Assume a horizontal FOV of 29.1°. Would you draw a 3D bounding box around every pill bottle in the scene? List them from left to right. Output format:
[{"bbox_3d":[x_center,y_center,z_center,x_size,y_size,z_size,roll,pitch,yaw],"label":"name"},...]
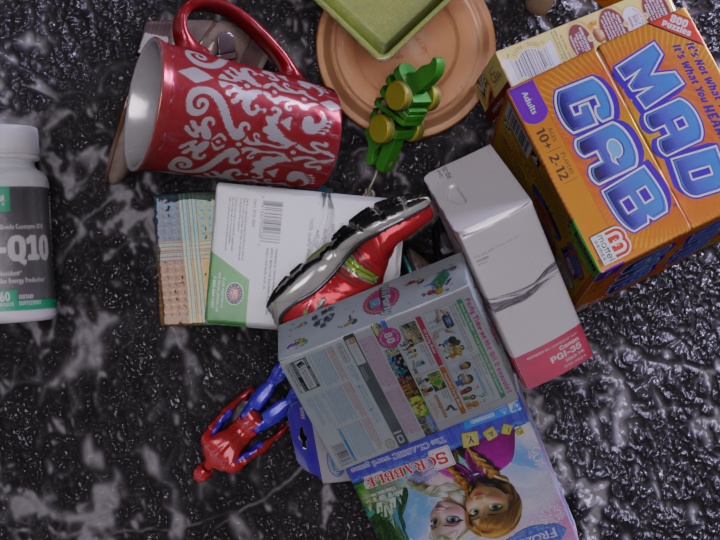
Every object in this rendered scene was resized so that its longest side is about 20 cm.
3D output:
[{"bbox_3d":[-0.379,-0.046,1.447,0.111,0.113,0.203,-4,90,-2],"label":"pill bottle"}]

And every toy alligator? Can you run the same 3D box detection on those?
[{"bbox_3d":[0.029,-0.153,1.473,0.054,0.059,0.201,48,126,30],"label":"toy alligator"}]

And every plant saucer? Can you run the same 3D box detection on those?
[{"bbox_3d":[0.026,-0.338,1.472,0.200,0.048,0.200,-43,75,-10],"label":"plant saucer"},{"bbox_3d":[0.050,-0.244,1.507,0.197,0.032,0.204,0,89,-1],"label":"plant saucer"}]

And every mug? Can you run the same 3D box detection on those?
[{"bbox_3d":[-0.122,-0.170,1.404,0.197,0.134,0.180,9,108,-23],"label":"mug"}]

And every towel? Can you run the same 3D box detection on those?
[{"bbox_3d":[-0.123,-0.015,1.504,0.197,0.022,0.149,-3,89,-1],"label":"towel"}]

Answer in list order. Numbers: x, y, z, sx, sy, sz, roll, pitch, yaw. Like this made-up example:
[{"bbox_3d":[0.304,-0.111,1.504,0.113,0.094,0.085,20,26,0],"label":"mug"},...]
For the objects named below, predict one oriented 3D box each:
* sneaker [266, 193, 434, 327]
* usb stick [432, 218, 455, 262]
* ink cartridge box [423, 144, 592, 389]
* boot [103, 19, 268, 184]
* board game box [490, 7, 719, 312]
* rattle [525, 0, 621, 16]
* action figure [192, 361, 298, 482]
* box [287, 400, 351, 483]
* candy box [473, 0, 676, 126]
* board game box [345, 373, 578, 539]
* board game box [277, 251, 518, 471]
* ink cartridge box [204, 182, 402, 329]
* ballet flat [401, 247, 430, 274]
[{"bbox_3d":[0.000,0.000,1.384,0.199,0.077,0.085,-38,103,9],"label":"sneaker"},{"bbox_3d":[0.176,-0.038,1.509,0.197,0.033,0.056,-6,83,-2],"label":"usb stick"},{"bbox_3d":[0.150,-0.005,1.410,0.082,0.147,0.202,-25,121,1],"label":"ink cartridge box"},{"bbox_3d":[-0.181,-0.171,1.484,0.144,0.070,0.203,16,100,-13],"label":"boot"},{"bbox_3d":[0.267,-0.104,1.406,0.198,0.200,0.202,-25,78,-6],"label":"board game box"},{"bbox_3d":[0.243,-0.305,1.430,0.143,0.200,0.130,44,88,-1],"label":"rattle"},{"bbox_3d":[-0.108,0.154,1.488,0.200,0.052,0.065,-44,86,2],"label":"action figure"},{"bbox_3d":[0.026,0.158,1.455,0.197,0.042,0.121,-6,116,6],"label":"box"},{"bbox_3d":[0.226,-0.224,1.457,0.198,0.115,0.056,-22,85,-10],"label":"candy box"},{"bbox_3d":[0.104,0.229,1.443,0.198,0.041,0.201,-21,113,11],"label":"board game box"},{"bbox_3d":[0.037,0.091,1.356,0.198,0.065,0.149,-21,120,9],"label":"board game box"},{"bbox_3d":[-0.057,-0.009,1.452,0.197,0.083,0.149,6,90,-1],"label":"ink cartridge box"},{"bbox_3d":[0.098,0.066,1.492,0.066,0.068,0.203,-17,100,-6],"label":"ballet flat"}]
